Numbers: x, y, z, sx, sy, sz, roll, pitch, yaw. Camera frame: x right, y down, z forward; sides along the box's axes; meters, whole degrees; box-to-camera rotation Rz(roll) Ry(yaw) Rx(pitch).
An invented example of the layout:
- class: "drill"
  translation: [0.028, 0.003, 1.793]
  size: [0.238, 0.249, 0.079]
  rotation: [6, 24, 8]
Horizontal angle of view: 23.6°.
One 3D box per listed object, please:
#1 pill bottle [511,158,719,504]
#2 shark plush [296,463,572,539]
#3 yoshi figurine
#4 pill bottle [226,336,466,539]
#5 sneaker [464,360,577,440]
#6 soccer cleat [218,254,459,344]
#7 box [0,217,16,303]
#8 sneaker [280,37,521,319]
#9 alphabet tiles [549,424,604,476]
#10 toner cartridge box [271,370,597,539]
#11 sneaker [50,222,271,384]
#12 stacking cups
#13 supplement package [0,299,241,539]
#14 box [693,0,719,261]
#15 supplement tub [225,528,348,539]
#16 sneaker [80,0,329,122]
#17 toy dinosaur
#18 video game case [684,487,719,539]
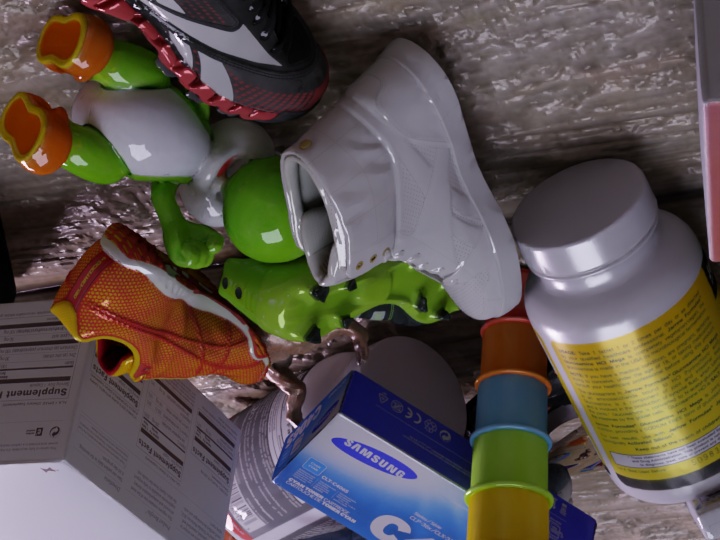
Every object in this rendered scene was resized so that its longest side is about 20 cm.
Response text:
- class: "pill bottle"
  translation: [0.168, 0.036, 1.051]
  size: [0.112, 0.113, 0.200]
  rotation: [-13, 123, 26]
- class: "shark plush"
  translation: [0.052, 0.173, 1.234]
  size: [0.199, 0.091, 0.083]
  rotation: [0, 145, 11]
- class: "yoshi figurine"
  translation: [-0.091, -0.062, 0.962]
  size: [0.112, 0.112, 0.200]
  rotation: [-31, 140, 34]
- class: "pill bottle"
  translation: [-0.019, 0.128, 1.266]
  size: [0.116, 0.116, 0.200]
  rotation: [22, 145, -29]
- class: "sneaker"
  translation: [0.107, 0.082, 1.227]
  size: [0.090, 0.070, 0.200]
  rotation: [27, 136, -30]
- class: "soccer cleat"
  translation: [0.000, 0.000, 1.065]
  size: [0.081, 0.068, 0.200]
  rotation: [27, -157, 36]
- class: "box"
  translation: [-0.334, 0.001, 1.120]
  size: [0.199, 0.079, 0.141]
  rotation: [4, 147, -2]
- class: "sneaker"
  translation: [0.018, -0.021, 0.976]
  size: [0.074, 0.116, 0.200]
  rotation: [29, 154, 45]
- class: "alphabet tiles"
  translation: [0.216, 0.106, 1.242]
  size: [0.166, 0.006, 0.200]
  rotation: [-5, 154, -35]
- class: "toner cartridge box"
  translation: [0.049, 0.154, 1.151]
  size: [0.200, 0.043, 0.095]
  rotation: [32, 132, -11]
- class: "sneaker"
  translation: [-0.119, 0.033, 1.028]
  size: [0.077, 0.073, 0.200]
  rotation: [-48, 148, 3]
- class: "stacking cups"
  translation: [0.099, 0.091, 1.106]
  size: [0.060, 0.201, 0.061]
  rotation: [4, 153, 2]
- class: "supplement package"
  translation: [-0.194, 0.115, 1.107]
  size: [0.155, 0.111, 0.200]
  rotation: [-5, 148, 23]
- class: "box"
  translation: [0.271, -0.091, 0.872]
  size: [0.199, 0.107, 0.152]
  rotation: [-4, 149, 11]
- class: "supplement tub"
  translation: [-0.032, 0.249, 1.468]
  size: [0.199, 0.123, 0.123]
  rotation: [9, 149, -9]
- class: "sneaker"
  translation: [-0.070, -0.140, 0.857]
  size: [0.098, 0.071, 0.200]
  rotation: [-17, 143, 34]
- class: "toy dinosaur"
  translation: [-0.073, 0.034, 1.151]
  size: [0.135, 0.086, 0.200]
  rotation: [21, 140, -16]
- class: "video game case"
  translation: [0.298, 0.104, 1.121]
  size: [0.199, 0.023, 0.182]
  rotation: [-23, -174, 5]
